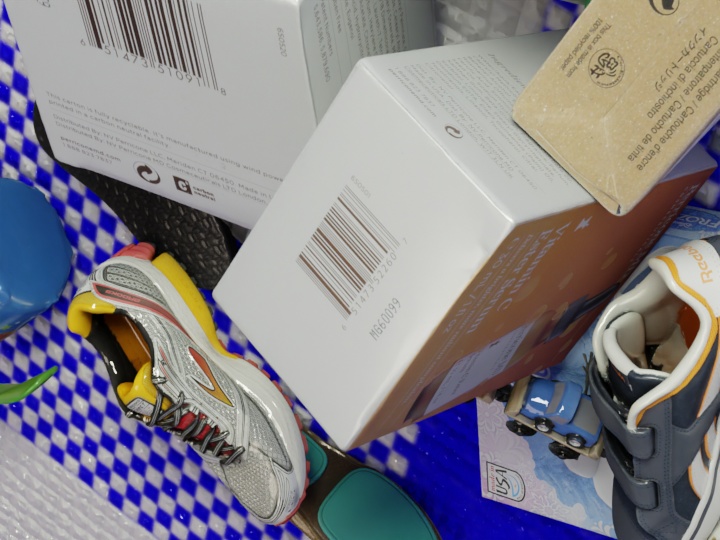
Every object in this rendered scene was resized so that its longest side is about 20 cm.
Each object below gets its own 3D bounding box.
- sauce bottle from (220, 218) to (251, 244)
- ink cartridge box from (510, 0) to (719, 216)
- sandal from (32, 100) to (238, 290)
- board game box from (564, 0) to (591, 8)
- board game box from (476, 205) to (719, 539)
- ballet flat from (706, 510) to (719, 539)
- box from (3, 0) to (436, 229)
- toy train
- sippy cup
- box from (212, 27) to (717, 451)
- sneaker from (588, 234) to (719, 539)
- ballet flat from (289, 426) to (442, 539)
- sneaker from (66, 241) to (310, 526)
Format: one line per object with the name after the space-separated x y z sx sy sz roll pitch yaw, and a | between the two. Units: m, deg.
-0.121 -0.092 1.121 0.200 0.066 0.066 45 135 22 | sauce bottle
0.174 -0.138 0.801 0.075 0.165 0.200 44 135 7 | ink cartridge box
-0.139 -0.063 1.198 0.200 0.045 0.076 40 130 29 | sandal
0.052 -0.244 0.943 0.198 0.026 0.202 19 124 32 | board game box
0.153 0.058 1.014 0.197 0.043 0.202 14 121 35 | board game box
0.199 0.175 0.968 0.070 0.065 0.202 25 126 22 | ballet flat
-0.073 -0.138 0.981 0.197 0.131 0.201 21 147 22 | box
0.054 0.048 0.990 0.199 0.034 0.046 28 148 -8 | toy train
-0.278 -0.001 1.293 0.129 0.141 0.177 -21 138 34 | sippy cup
0.054 -0.021 0.892 0.106 0.199 0.153 47 124 20 | box
0.149 0.067 0.925 0.079 0.079 0.202 -122 39 -49 | sneaker
-0.022 0.156 1.211 0.199 0.068 0.073 33 151 22 | ballet flat
-0.112 0.082 1.154 0.200 0.082 0.078 50 131 4 | sneaker
